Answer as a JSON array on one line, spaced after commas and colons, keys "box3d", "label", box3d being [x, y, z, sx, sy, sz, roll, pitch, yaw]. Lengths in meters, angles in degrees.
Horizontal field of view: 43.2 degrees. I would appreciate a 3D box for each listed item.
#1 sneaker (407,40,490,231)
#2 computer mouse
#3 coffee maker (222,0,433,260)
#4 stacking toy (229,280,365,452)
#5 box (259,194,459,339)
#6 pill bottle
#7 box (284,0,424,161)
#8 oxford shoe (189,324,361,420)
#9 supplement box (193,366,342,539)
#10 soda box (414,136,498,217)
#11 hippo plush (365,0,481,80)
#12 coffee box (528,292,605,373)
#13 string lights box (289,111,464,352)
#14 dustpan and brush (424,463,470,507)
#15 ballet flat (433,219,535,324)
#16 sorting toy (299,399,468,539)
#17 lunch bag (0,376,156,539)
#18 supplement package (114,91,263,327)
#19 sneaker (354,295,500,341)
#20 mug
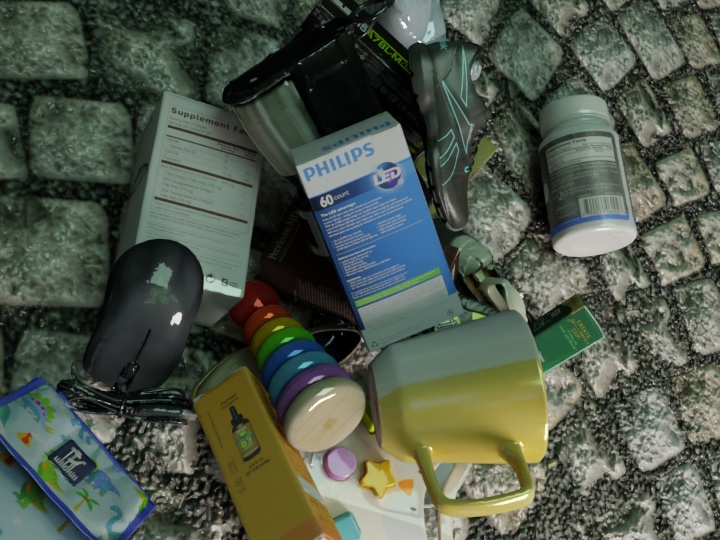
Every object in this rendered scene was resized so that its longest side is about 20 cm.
[{"box3d": [0.100, -0.139, 0.944, 0.079, 0.075, 0.201, -10, 107, 2], "label": "sneaker"}, {"box3d": [-0.201, 0.067, 0.850, 0.138, 0.201, 0.053, 12, 24, -20], "label": "computer mouse"}, {"box3d": [-0.009, -0.136, 0.906, 0.201, 0.191, 0.135, 59, 17, -24], "label": "coffee maker"}, {"box3d": [-0.077, 0.083, 0.903, 0.085, 0.086, 0.200, -9, 40, -31], "label": "stacking toy"}, {"box3d": [0.000, 0.000, 1.000, 0.199, 0.075, 0.100, 17, 58, 12], "label": "box"}, {"box3d": [0.305, -0.130, 1.243, 0.113, 0.114, 0.201, 5, 70, -27], "label": "pill bottle"}, {"box3d": [-0.006, -0.198, 1.049, 0.200, 0.193, 0.048, 40, 59, -9], "label": "box"}, {"box3d": [-0.087, 0.101, 0.964, 0.199, 0.074, 0.071, -27, 89, -32], "label": "oxford shoe"}, {"box3d": [-0.087, 0.189, 0.845, 0.066, 0.069, 0.200, -34, 54, 3], "label": "supplement box"}, {"box3d": [0.085, -0.106, 1.131, 0.064, 0.068, 0.200, 43, 54, 3], "label": "soda box"}, {"box3d": [0.091, -0.302, 1.154, 0.159, 0.200, 0.161, -40, 102, -12], "label": "hippo plush"}, {"box3d": [0.176, 0.100, 1.023, 0.044, 0.199, 0.123, 57, 13, 2], "label": "coffee box"}, {"box3d": [0.017, -0.035, 0.858, 0.102, 0.059, 0.201, -22, 113, -2], "label": "string lights box"}, {"box3d": [0.053, 0.232, 1.002, 0.139, 0.057, 0.201, 34, 59, -14], "label": "dustpan and brush"}, {"box3d": [0.154, 0.011, 1.135, 0.073, 0.073, 0.200, -35, 90, -34], "label": "ballet flat"}, {"box3d": [0.016, 0.218, 0.932, 0.179, 0.107, 0.201, 15, 64, -1], "label": "sorting toy"}, {"box3d": [-0.297, 0.210, 0.787, 0.170, 0.127, 0.200, 49, 44, -2], "label": "lunch bag"}, {"box3d": [-0.180, -0.060, 0.947, 0.117, 0.117, 0.201, 14, 65, -21], "label": "supplement package"}, {"box3d": [0.081, 0.065, 1.078, 0.199, 0.075, 0.077, 12, 75, -10], "label": "sneaker"}, {"box3d": [0.090, 0.126, 0.867, 0.152, 0.187, 0.150, -7, 105, -5], "label": "mug"}]
